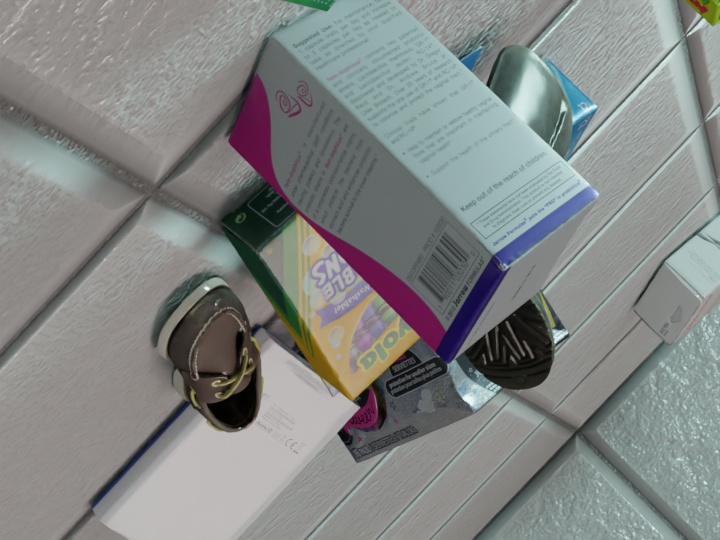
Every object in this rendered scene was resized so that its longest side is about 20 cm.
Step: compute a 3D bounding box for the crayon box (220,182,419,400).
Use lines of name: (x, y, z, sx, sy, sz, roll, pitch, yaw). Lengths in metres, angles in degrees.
crayon box: (0.000, 0.000, 1.413, 0.126, 0.051, 0.201, -42, 135, -12)

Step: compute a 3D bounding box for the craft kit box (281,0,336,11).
craft kit box: (-0.005, -0.225, 0.996, 0.200, 0.049, 0.197, -50, 162, 16)

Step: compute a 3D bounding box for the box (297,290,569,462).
box: (0.053, 0.064, 1.693, 0.132, 0.115, 0.200, -35, -178, -33)

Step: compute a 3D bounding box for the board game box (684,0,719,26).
board game box: (0.307, -0.296, 1.553, 0.200, 0.102, 0.048, -44, 167, -6)

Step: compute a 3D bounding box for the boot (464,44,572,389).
boot: (0.113, -0.040, 1.463, 0.201, 0.072, 0.183, -68, 145, -53)

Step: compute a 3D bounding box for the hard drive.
hard drive: (-0.108, 0.151, 1.642, 0.200, 0.025, 0.132, -47, 134, 4)

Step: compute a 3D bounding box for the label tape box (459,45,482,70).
label tape box: (0.037, -0.057, 1.526, 0.144, 0.063, 0.200, -36, 163, -35)

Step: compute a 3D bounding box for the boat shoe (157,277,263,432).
boat shoe: (-0.104, 0.066, 1.473, 0.072, 0.060, 0.200, -41, 165, -16)

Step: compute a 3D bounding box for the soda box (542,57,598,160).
soda box: (0.123, -0.083, 1.695, 0.068, 0.064, 0.201, -34, 161, -35)

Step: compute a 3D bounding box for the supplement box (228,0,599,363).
supplement box: (0.029, -0.062, 1.217, 0.103, 0.200, 0.101, -35, 163, -38)

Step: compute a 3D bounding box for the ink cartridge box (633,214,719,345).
ink cartridge box: (0.511, 0.000, 2.970, 0.200, 0.085, 0.146, -39, 164, -31)
